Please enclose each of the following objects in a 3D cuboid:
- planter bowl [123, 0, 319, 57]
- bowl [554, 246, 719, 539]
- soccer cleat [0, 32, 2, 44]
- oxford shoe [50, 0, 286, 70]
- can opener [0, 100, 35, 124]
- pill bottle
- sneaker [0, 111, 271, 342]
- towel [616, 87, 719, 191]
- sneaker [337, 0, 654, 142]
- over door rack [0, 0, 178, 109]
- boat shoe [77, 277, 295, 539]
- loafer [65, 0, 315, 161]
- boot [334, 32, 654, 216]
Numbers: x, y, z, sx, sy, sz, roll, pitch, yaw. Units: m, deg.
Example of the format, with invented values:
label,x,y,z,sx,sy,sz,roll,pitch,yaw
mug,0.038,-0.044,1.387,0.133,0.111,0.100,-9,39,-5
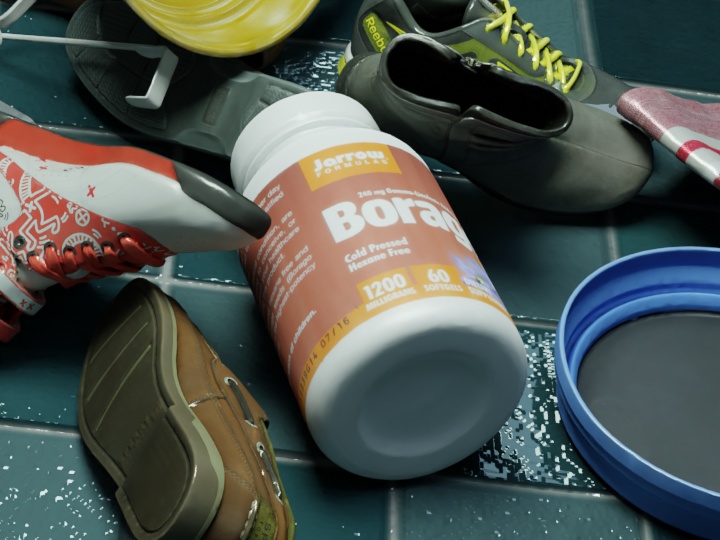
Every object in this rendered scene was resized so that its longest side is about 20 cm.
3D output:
label,x,y,z,sx,sy,sz,roll,pitch,yaw
planter bowl,-0.105,-0.219,1.173,0.083,0.201,0.200,3,25,45
bowl,0.197,0.065,1.076,0.200,0.039,0.201,6,39,-5
soccer cleat,-0.261,-0.072,1.081,0.085,0.069,0.200,14,57,22
oxford shoe,-0.139,-0.170,1.265,0.199,0.071,0.071,15,43,3
can opener,-0.208,-0.058,1.124,0.200,0.053,0.067,29,43,24
pill bottle,0.000,0.000,1.052,0.112,0.112,0.200,-6,42,-19
sneaker,-0.143,-0.009,1.026,0.201,0.067,0.108,17,78,30
towel,0.252,-0.041,1.184,0.200,0.023,0.144,42,24,29
sneaker,0.085,-0.120,1.240,0.199,0.085,0.075,14,40,4
over door rack,-0.202,-0.172,1.158,0.200,0.148,0.067,23,79,38
boat shoe,-0.083,0.078,0.984,0.068,0.072,0.200,27,22,-28
loafer,-0.085,-0.096,1.202,0.200,0.072,0.063,30,-2,26
boot,0.088,-0.076,1.133,0.199,0.068,0.131,15,-3,-16
